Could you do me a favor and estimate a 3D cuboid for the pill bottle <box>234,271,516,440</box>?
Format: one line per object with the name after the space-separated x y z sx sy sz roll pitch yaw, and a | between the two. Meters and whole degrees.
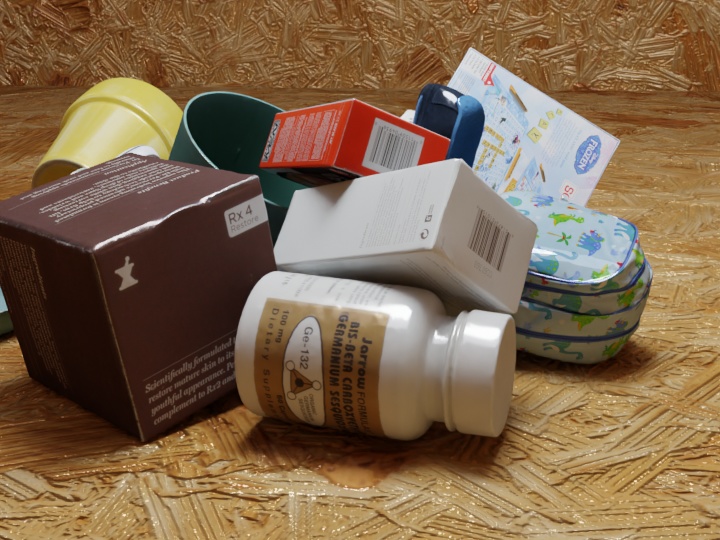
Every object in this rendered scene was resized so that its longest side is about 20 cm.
0.014 0.068 0.761 0.197 0.116 0.114 6 18 19 | pill bottle

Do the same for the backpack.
0.165 0.005 0.918 0.198 0.155 0.163 31 40 12 | backpack

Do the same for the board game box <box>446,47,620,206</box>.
0.153 -0.108 1.088 0.198 0.201 0.041 32 -16 1 | board game box

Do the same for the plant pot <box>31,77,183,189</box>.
-0.351 -0.139 1.389 0.198 0.203 0.190 4 32 18 | plant pot

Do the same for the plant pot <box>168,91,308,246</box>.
-0.125 -0.064 1.064 0.198 0.162 0.202 23 31 -15 | plant pot

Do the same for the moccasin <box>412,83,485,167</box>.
0.064 -0.086 0.966 0.068 0.202 0.080 37 33 28 | moccasin

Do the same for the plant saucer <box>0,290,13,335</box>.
-0.420 0.039 1.042 0.196 0.037 0.200 -1 16 0 | plant saucer

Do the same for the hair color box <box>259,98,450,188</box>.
-0.011 -0.105 0.911 0.100 0.062 0.200 19 -2 -23 | hair color box

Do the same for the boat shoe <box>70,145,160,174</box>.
-0.341 -0.097 1.243 0.067 0.199 0.074 49 -1 21 | boat shoe

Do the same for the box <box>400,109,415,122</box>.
0.122 -0.104 1.241 0.197 0.133 0.199 14 18 8 | box

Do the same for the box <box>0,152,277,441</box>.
-0.190 0.011 0.848 0.165 0.167 0.198 -28 29 -37 | box

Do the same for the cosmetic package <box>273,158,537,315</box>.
0.031 -0.019 0.817 0.198 0.082 0.112 -2 -28 47 | cosmetic package
